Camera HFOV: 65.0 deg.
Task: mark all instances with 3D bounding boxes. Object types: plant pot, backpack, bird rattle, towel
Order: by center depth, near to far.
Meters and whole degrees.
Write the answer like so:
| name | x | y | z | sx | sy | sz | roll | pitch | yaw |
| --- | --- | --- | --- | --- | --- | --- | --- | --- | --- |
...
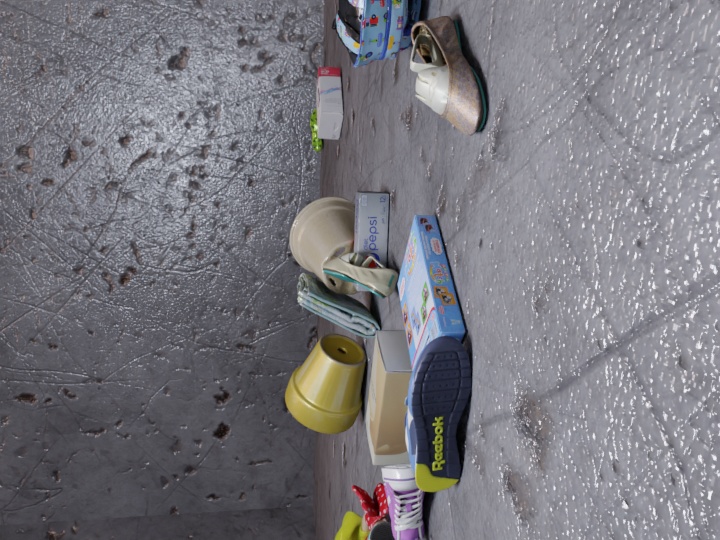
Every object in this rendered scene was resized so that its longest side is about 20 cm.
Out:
| name | x | y | z | sx | sy | sz | roll | pitch | yaw |
| --- | --- | --- | --- | --- | --- | --- | --- | --- | --- |
| backpack | 0.029 | -0.418 | 0.880 | 0.202 | 0.132 | 0.184 | -98 | 12 | -47 |
| bird rattle | 0.034 | 0.514 | 1.098 | 0.201 | 0.111 | 0.164 | 115 | 145 | -41 |
| towel | -0.054 | 0.077 | 1.280 | 0.049 | 0.198 | 0.171 | -60 | 12 | 8 |
| plant pot | -0.049 | -0.044 | 1.304 | 0.184 | 0.197 | 0.203 | -125 | 35 | -57 |
| plant pot | -0.074 | 0.275 | 1.446 | 0.202 | 0.198 | 0.191 | -106 | 34 | -61 |

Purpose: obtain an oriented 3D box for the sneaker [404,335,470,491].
| name | x | y | z | sx | sy | sz | roll | pitch | yaw |
| --- | --- | --- | --- | --- | --- | --- | --- | --- | --- |
| sneaker | 0.087 | 0.168 | 0.698 | 0.082 | 0.073 | 0.203 | -108 | 21 | -70 |

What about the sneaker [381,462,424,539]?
| name | x | y | z | sx | sy | sz | roll | pitch | yaw |
| --- | --- | --- | --- | --- | --- | --- | --- | --- | --- |
| sneaker | 0.073 | 0.342 | 0.824 | 0.201 | 0.071 | 0.116 | 84 | 179 | -65 |

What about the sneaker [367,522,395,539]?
| name | x | y | z | sx | sy | sz | roll | pitch | yaw |
| --- | --- | --- | --- | --- | --- | --- | --- | --- | --- |
| sneaker | 0.050 | 0.514 | 0.913 | 0.121 | 0.082 | 0.203 | 94 | 166 | -69 |

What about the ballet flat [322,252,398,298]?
| name | x | y | z | sx | sy | sz | roll | pitch | yaw |
| --- | --- | --- | --- | --- | --- | --- | --- | --- | --- |
| ballet flat | 0.000 | 0.000 | 1.102 | 0.199 | 0.069 | 0.071 | 22 | 115 | 48 |

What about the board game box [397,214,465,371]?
| name | x | y | z | sx | sy | sz | roll | pitch | yaw |
| --- | --- | --- | --- | --- | --- | --- | --- | --- | --- |
| board game box | 0.091 | 0.048 | 0.787 | 0.153 | 0.036 | 0.202 | 100 | 166 | -48 |

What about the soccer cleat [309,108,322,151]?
| name | x | y | z | sx | sy | sz | roll | pitch | yaw |
| --- | --- | --- | --- | --- | --- | --- | --- | --- | --- |
| soccer cleat | -0.208 | -0.679 | 2.734 | 0.081 | 0.066 | 0.204 | -69 | -20 | -78 |

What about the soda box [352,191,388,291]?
| name | x | y | z | sx | sy | sz | roll | pitch | yaw |
| --- | --- | --- | --- | --- | --- | --- | --- | --- | --- |
| soda box | 0.020 | -0.061 | 1.174 | 0.068 | 0.062 | 0.204 | -126 | 37 | -76 |

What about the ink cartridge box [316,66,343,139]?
| name | x | y | z | sx | sy | sz | roll | pitch | yaw |
| --- | --- | --- | --- | --- | --- | --- | --- | --- | --- |
| ink cartridge box | -0.111 | -0.590 | 1.997 | 0.148 | 0.084 | 0.203 | 108 | 162 | -64 |

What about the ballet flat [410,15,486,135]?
| name | x | y | z | sx | sy | sz | roll | pitch | yaw |
| --- | --- | --- | --- | --- | --- | --- | --- | --- | --- |
| ballet flat | 0.094 | -0.231 | 0.670 | 0.069 | 0.066 | 0.202 | 100 | 167 | -49 |

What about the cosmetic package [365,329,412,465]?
| name | x | y | z | sx | sy | sz | roll | pitch | yaw |
| --- | --- | --- | --- | --- | --- | --- | --- | --- | --- |
| cosmetic package | 0.055 | 0.205 | 0.911 | 0.106 | 0.070 | 0.203 | -104 | 16 | -59 |
